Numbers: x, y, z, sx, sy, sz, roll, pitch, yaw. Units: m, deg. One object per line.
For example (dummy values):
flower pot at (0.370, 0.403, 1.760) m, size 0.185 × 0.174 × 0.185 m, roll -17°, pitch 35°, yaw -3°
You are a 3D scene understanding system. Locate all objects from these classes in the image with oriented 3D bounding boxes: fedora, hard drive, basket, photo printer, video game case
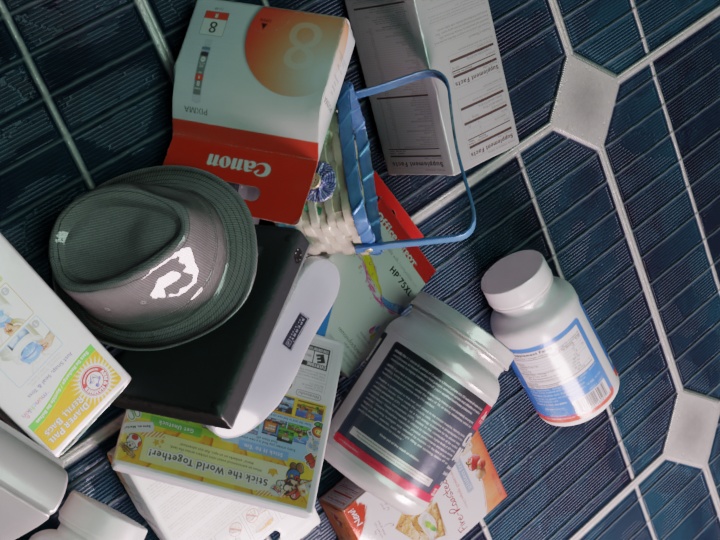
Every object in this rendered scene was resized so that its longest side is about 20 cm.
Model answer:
fedora at (-0.200, -0.021, 1.084) m, size 0.090 × 0.198 × 0.179 m, roll 47°, pitch 41°, yaw -70°
hard drive at (-0.145, 0.045, 1.132) m, size 0.033 × 0.138 × 0.201 m, roll 58°, pitch 47°, yaw -49°
basket at (0.006, -0.098, 1.197) m, size 0.198 × 0.139 × 0.178 m, roll -12°, pitch 73°, yaw 2°
photo printer at (-0.374, 0.164, 1.013) m, size 0.200 × 0.166 × 0.070 m, roll 42°, pitch 35°, yaw -30°
video game case at (-0.125, 0.131, 1.178) m, size 0.198 × 0.023 × 0.184 m, roll 17°, pitch 64°, yaw -12°

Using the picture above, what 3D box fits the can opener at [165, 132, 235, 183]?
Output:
can opener at (-0.192, -0.052, 1.168) m, size 0.053 × 0.066 × 0.201 m, roll 40°, pitch 78°, yaw -30°

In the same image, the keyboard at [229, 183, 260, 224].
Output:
keyboard at (-0.126, -0.084, 1.240) m, size 0.056 × 0.011 × 0.202 m, roll 8°, pitch 91°, yaw -29°

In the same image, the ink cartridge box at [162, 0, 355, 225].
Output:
ink cartridge box at (-0.109, -0.156, 1.141) m, size 0.050 × 0.160 × 0.202 m, roll 60°, pitch 44°, yaw -65°

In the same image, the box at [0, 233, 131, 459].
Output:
box at (-0.316, 0.056, 1.063) m, size 0.101 × 0.112 × 0.201 m, roll -47°, pitch 119°, yaw -19°

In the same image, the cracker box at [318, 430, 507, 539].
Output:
cracker box at (0.064, 0.261, 1.379) m, size 0.199 × 0.057 × 0.135 m, roll -36°, pitch 113°, yaw -25°

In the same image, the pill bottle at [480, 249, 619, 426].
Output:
pill bottle at (0.223, 0.078, 1.433) m, size 0.112 × 0.112 × 0.201 m, roll -41°, pitch 116°, yaw -23°

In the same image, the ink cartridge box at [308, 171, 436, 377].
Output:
ink cartridge box at (0.000, 0.000, 1.298) m, size 0.200 × 0.067 × 0.116 m, roll -50°, pitch 120°, yaw -19°

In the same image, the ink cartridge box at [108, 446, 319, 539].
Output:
ink cartridge box at (-0.145, 0.223, 1.235) m, size 0.162 × 0.050 × 0.202 m, roll -35°, pitch 118°, yaw -27°

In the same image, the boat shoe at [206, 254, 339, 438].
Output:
boat shoe at (-0.094, 0.071, 1.165) m, size 0.201 × 0.065 × 0.074 m, roll -54°, pitch 129°, yaw -19°

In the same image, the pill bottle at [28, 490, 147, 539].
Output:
pill bottle at (-0.282, 0.315, 1.118) m, size 0.112 × 0.112 × 0.201 m, roll 35°, pitch 77°, yaw -32°

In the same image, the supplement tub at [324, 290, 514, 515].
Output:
supplement tub at (0.058, 0.139, 1.258) m, size 0.140 × 0.140 × 0.201 m, roll 36°, pitch 86°, yaw -31°

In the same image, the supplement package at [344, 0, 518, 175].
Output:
supplement package at (0.078, -0.214, 1.296) m, size 0.109 × 0.113 × 0.202 m, roll -27°, pitch 111°, yaw -35°
